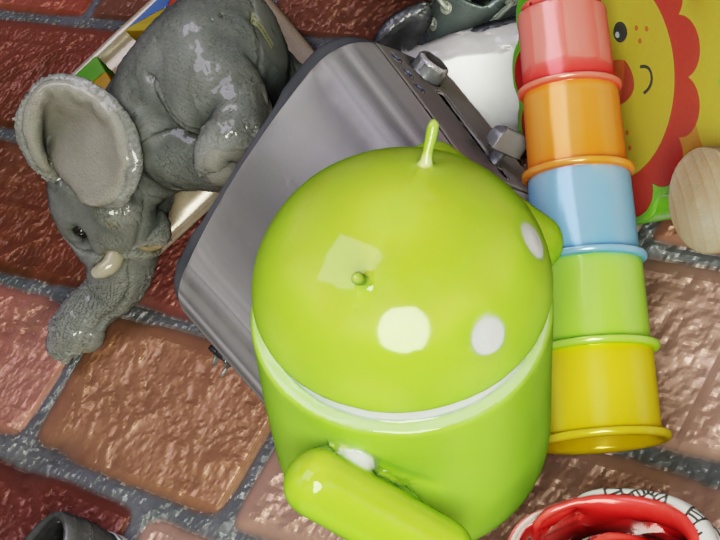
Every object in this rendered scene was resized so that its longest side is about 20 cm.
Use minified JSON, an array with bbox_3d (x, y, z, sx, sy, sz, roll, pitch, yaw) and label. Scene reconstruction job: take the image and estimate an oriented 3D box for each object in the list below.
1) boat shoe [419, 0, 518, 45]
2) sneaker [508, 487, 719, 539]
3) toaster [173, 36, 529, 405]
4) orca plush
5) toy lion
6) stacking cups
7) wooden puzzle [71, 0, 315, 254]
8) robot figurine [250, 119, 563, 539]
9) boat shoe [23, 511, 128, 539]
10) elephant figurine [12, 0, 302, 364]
[{"bbox_3d":[0.062,-0.149,1.032,0.200,0.062,0.073,-31,41,17],"label":"boat shoe"},{"bbox_3d":[0.070,0.130,0.744,0.201,0.108,0.067,-7,52,38],"label":"sneaker"},{"bbox_3d":[0.000,0.000,0.896,0.200,0.113,0.129,-55,48,16],"label":"toaster"},{"bbox_3d":[0.061,-0.106,0.992,0.200,0.105,0.071,-45,7,6],"label":"orca plush"},{"bbox_3d":[0.140,-0.107,0.855,0.192,0.068,0.201,39,128,47],"label":"toy lion"},{"bbox_3d":[0.096,-0.021,0.833,0.060,0.060,0.201,-14,72,32],"label":"stacking cups"},{"bbox_3d":[-0.126,-0.108,1.176,0.185,0.046,0.200,-42,39,4],"label":"wooden puzzle"},{"bbox_3d":[0.018,0.034,0.744,0.115,0.200,0.176,14,55,14],"label":"robot figurine"},{"bbox_3d":[-0.195,0.203,0.949,0.200,0.066,0.070,-46,39,-1],"label":"boat shoe"},{"bbox_3d":[-0.125,-0.064,1.057,0.199,0.141,0.156,-19,54,23],"label":"elephant figurine"}]
